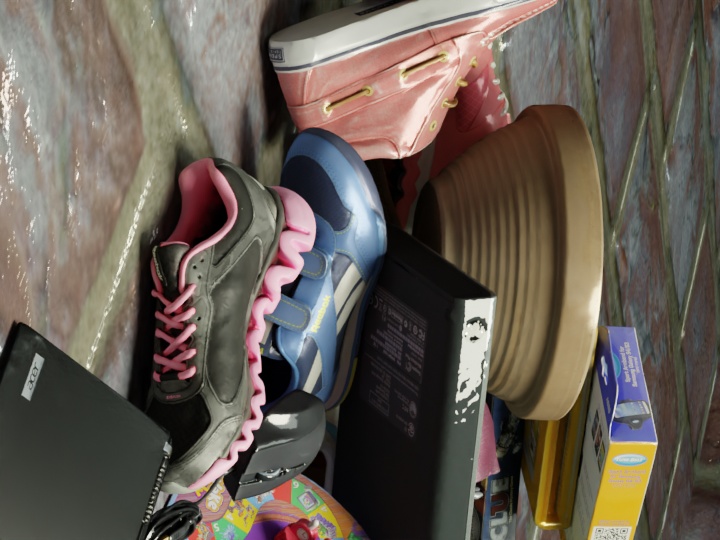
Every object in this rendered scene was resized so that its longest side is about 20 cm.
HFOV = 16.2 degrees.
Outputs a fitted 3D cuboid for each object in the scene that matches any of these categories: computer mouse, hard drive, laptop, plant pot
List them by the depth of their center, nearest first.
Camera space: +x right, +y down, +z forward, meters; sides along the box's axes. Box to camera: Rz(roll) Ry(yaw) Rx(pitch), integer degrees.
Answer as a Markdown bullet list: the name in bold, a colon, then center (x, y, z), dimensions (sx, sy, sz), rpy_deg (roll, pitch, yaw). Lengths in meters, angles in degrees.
- **laptop**: center (-0.171, 0.157, 1.315), dimensions (0.200, 0.103, 0.178), rpy_deg (123, -14, -62)
- **computer mouse**: center (-0.072, 0.127, 1.490), dimensions (0.200, 0.034, 0.059), rpy_deg (-39, 162, -52)
- **hard drive**: center (0.030, 0.088, 1.581), dimensions (0.139, 0.033, 0.202), rpy_deg (36, -55, 56)
- **plant pot**: center (0.085, -0.007, 1.622), dimensions (0.201, 0.092, 0.203), rpy_deg (-177, -90, -80)

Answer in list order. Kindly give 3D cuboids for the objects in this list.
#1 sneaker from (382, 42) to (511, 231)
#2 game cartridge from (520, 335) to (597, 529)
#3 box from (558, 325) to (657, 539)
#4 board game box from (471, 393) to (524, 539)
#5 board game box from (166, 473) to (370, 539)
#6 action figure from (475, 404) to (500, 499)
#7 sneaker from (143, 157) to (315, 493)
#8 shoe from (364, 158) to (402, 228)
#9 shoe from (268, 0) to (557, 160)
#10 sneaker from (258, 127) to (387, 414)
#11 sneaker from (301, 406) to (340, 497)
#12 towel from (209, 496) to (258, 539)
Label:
- **sneaker**: center (0.065, -0.117, 1.699), dimensions (0.074, 0.086, 0.202), rpy_deg (-130, -129, -58)
- **game cartridge**: center (0.139, 0.069, 1.929), dimensions (0.200, 0.032, 0.178), rpy_deg (-104, -163, -60)
- **box**: center (0.180, 0.136, 1.864), dimensions (0.120, 0.041, 0.201), rpy_deg (-95, -168, -47)
- **board game box**: center (0.078, 0.104, 1.971), dimensions (0.034, 0.135, 0.202), rpy_deg (-5, 107, -30)
- **board game box**: center (-0.050, 0.189, 1.508), dimensions (0.039, 0.158, 0.201), rpy_deg (-43, -164, 43)
- **action figure**: center (0.047, 0.061, 1.853), dimensions (0.148, 0.134, 0.202), rpy_deg (-22, 116, -28)
- **sneaker**: center (-0.095, 0.026, 1.441), dimensions (0.095, 0.079, 0.201), rpy_deg (41, 55, -46)
- **shoe**: center (0.000, 0.000, 1.671), dimensions (0.070, 0.053, 0.202), rpy_deg (-23, 105, -38)
- **shoe**: center (0.045, -0.132, 1.601), dimensions (0.071, 0.199, 0.092), rpy_deg (-137, -150, -69)
- **sneaker**: center (-0.039, 0.010, 1.562), dimensions (0.082, 0.074, 0.202), rpy_deg (-21, 128, -43)
- **sneaker**: center (-0.031, 0.160, 1.717), dimensions (0.081, 0.076, 0.201), rpy_deg (-53, 141, -47)
- **towel**: center (-0.082, 0.238, 1.602), dimensions (0.201, 0.049, 0.148), rpy_deg (82, 23, -45)
